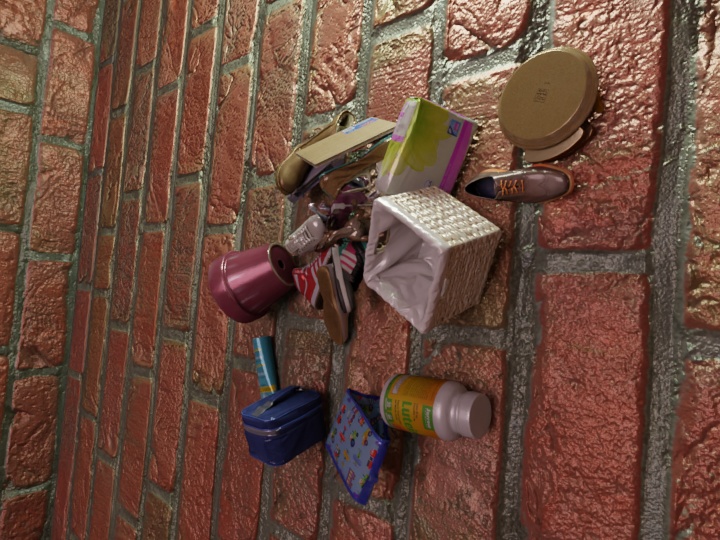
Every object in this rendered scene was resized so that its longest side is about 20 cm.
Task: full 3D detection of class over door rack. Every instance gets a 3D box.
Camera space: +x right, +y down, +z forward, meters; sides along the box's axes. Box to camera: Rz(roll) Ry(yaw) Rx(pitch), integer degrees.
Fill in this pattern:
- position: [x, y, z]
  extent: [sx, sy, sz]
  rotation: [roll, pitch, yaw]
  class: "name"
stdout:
- position: [0.024, -0.210, 1.129]
  extent: [0.199, 0.067, 0.148]
  rotation: [-6, 76, -2]
  class: "over door rack"

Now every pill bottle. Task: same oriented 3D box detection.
- position: [0.145, 0.267, 0.998]
  extent: [0.200, 0.111, 0.111]
  rotation: [-2, 84, 43]
  class: "pill bottle"

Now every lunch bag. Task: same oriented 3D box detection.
- position: [-0.177, 0.357, 1.238]
  extent: [0.136, 0.200, 0.133]
  rotation: [2, 105, 41]
  class: "lunch bag"
- position: [0.003, 0.370, 1.073]
  extent: [0.200, 0.094, 0.151]
  rotation: [-123, 52, -69]
  class: "lunch bag"

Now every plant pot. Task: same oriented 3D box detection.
- position: [-0.274, 0.020, 1.378]
  extent: [0.179, 0.200, 0.201]
  rotation: [-25, 68, 21]
  class: "plant pot"

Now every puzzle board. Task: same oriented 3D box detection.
- position: [-0.030, -0.276, 1.103]
  extent: [0.151, 0.200, 0.017]
  rotation: [43, 158, 59]
  class: "puzzle board"

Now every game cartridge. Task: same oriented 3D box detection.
- position: [-0.110, -0.270, 1.319]
  extent: [0.200, 0.038, 0.130]
  rotation: [-31, 34, 36]
  class: "game cartridge"

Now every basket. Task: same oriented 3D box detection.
- position: [0.128, -0.029, 0.979]
  extent: [0.200, 0.161, 0.199]
  rotation: [42, 138, 37]
  class: "basket"

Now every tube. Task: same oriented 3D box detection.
- position: [-0.261, 0.284, 1.425]
  extent: [0.077, 0.050, 0.201]
  rotation: [-20, 77, 47]
  class: "tube"

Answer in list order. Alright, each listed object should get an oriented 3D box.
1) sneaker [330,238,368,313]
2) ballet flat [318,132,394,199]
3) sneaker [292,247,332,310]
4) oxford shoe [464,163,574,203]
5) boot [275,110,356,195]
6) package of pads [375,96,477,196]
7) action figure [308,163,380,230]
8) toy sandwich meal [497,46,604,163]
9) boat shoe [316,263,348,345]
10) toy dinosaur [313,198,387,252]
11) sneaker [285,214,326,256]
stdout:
- position: [0.000, 0.000, 1.157]
  extent: [0.084, 0.120, 0.200]
  rotation: [87, 175, -58]
  class: "sneaker"
- position: [0.011, -0.209, 1.068]
  extent: [0.200, 0.068, 0.072]
  rotation: [-31, 88, -7]
  class: "ballet flat"
- position: [-0.104, -0.013, 1.292]
  extent: [0.112, 0.071, 0.200]
  rotation: [35, 111, 36]
  class: "sneaker"
- position: [0.283, -0.150, 0.933]
  extent: [0.200, 0.073, 0.072]
  rotation: [5, 112, 47]
  class: "oxford shoe"
- position: [-0.113, -0.285, 1.241]
  extent: [0.200, 0.066, 0.176]
  rotation: [-19, 44, 45]
  class: "boot"
- position: [0.130, -0.232, 1.037]
  extent: [0.068, 0.154, 0.201]
  rotation: [41, 115, 61]
  class: "package of pads"
- position: [-0.043, -0.149, 1.254]
  extent: [0.149, 0.134, 0.200]
  rotation: [24, 116, 3]
  class: "action figure"
- position: [0.341, -0.295, 0.917]
  extent: [0.205, 0.070, 0.206]
  rotation: [-12, 73, 44]
  class: "toy sandwich meal"
- position: [-0.049, 0.079, 1.233]
  extent: [0.071, 0.069, 0.201]
  rotation: [10, 113, 48]
  class: "boat shoe"
- position: [-0.001, -0.090, 1.126]
  extent: [0.135, 0.200, 0.086]
  rotation: [-23, 71, 53]
  class: "toy dinosaur"
- position: [-0.130, -0.070, 1.223]
  extent: [0.073, 0.085, 0.200]
  rotation: [59, 160, 4]
  class: "sneaker"
